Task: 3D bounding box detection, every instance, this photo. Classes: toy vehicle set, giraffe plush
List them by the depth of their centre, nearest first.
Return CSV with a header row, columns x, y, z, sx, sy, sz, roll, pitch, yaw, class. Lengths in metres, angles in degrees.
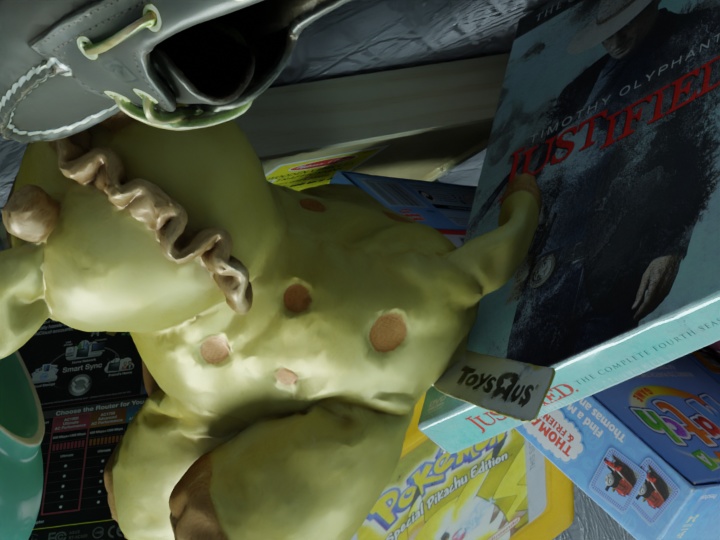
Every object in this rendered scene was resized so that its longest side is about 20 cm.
x,y,z,sx,sy,sz,roll,pitch,yaw,class
-0.054,0.003,0.771,0.162,0.173,0.200,34,152,-27,giraffe plush
-0.033,-0.043,0.944,0.200,0.027,0.124,-12,169,-39,toy vehicle set

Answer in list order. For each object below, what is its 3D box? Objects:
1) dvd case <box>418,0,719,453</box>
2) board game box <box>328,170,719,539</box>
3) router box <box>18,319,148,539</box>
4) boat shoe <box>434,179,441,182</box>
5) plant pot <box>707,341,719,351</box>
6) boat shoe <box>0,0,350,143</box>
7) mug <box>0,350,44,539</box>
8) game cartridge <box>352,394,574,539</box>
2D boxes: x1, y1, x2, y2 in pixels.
x,y,z,sx,sy,sz,roll,pitch,yaw,class
0.093,-0.042,0.798,0.022,0.200,0.146,38,138,-25,dvd case
0.091,0.033,0.942,0.151,0.200,0.037,4,122,-55,board game box
-0.135,0.081,0.934,0.200,0.150,0.062,-8,144,15,router box
0.000,0.000,1.064,0.063,0.073,0.200,19,-152,33,boat shoe
0.173,-0.042,0.931,0.179,0.200,0.200,6,159,-32,plant pot
-0.047,-0.073,0.625,0.072,0.060,0.202,-11,168,-41,boat shoe
-0.183,0.050,0.782,0.114,0.152,0.185,-31,167,7,mug
0.032,0.096,1.097,0.176,0.032,0.200,-33,143,-24,game cartridge
